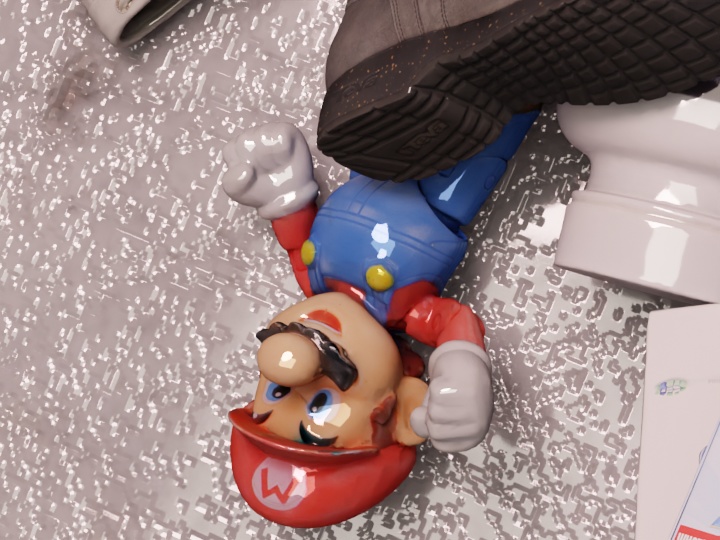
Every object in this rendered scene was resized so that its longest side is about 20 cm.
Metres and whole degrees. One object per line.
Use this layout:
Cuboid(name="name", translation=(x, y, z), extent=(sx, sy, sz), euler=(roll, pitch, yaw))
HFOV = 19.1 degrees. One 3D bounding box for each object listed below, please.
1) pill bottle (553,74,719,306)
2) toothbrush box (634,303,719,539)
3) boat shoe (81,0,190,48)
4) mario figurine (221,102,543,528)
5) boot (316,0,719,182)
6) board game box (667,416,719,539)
Cuboid(name="pill bottle", translation=(0.135, -0.088, 0.786), extent=(0.111, 0.111, 0.200), euler=(15, 89, 14))
Cuboid(name="toothbrush box", translation=(0.197, 0.084, 0.711), extent=(0.200, 0.085, 0.146), euler=(-7, 61, 26))
Cuboid(name="boat shoe", translation=(-0.030, -0.156, 0.851), extent=(0.200, 0.072, 0.066), euler=(-28, 85, 11))
Cuboid(name="mario figurine", translation=(0.000, 0.000, 0.808), extent=(0.106, 0.123, 0.200), euler=(22, 84, -21))
Cuboid(name="boot", translation=(0.061, -0.121, 0.747), extent=(0.200, 0.070, 0.132), euler=(-16, 58, 35))
Cuboid(name="board game box", translation=(0.209, 0.052, 0.640), extent=(0.200, 0.041, 0.200), euler=(15, 73, 36))
